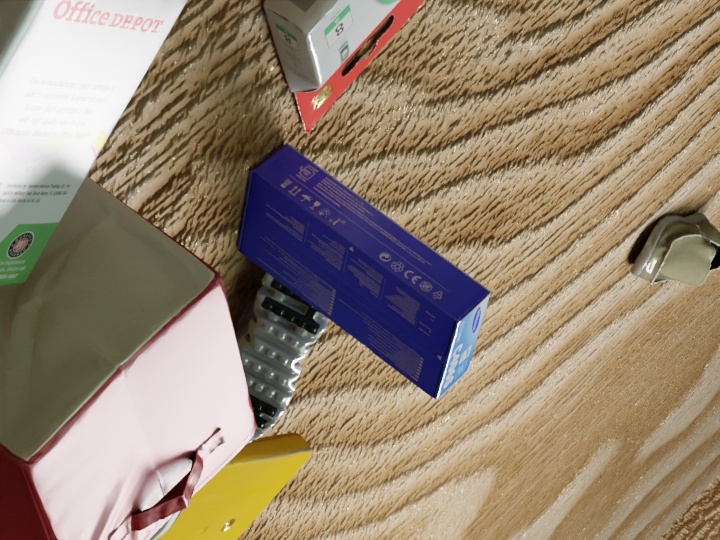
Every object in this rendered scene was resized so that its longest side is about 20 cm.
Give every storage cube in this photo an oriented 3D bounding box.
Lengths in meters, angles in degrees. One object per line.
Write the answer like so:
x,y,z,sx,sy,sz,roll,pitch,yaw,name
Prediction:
-0.187,0.061,1.463,0.171,0.199,0.180,-44,153,-21,storage cube

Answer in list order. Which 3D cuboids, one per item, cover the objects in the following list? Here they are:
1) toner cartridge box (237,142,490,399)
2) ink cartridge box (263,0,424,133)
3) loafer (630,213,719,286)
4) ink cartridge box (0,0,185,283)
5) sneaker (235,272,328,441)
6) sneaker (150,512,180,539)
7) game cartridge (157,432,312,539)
0.000,0.000,1.768,0.043,0.199,0.095,-40,157,-34,toner cartridge box
0.011,-0.188,1.708,0.161,0.050,0.200,-48,158,-13,ink cartridge box
0.382,-0.021,2.788,0.200,0.069,0.076,-21,143,-56,loafer
-0.203,-0.095,1.299,0.201,0.084,0.145,-58,160,15,ink cartridge box
-0.073,0.059,1.903,0.201,0.075,0.081,-55,-173,27,sneaker
-0.174,0.141,1.780,0.121,0.083,0.201,-35,146,-52,sneaker
-0.144,0.211,2.018,0.177,0.032,0.200,-49,160,16,game cartridge
